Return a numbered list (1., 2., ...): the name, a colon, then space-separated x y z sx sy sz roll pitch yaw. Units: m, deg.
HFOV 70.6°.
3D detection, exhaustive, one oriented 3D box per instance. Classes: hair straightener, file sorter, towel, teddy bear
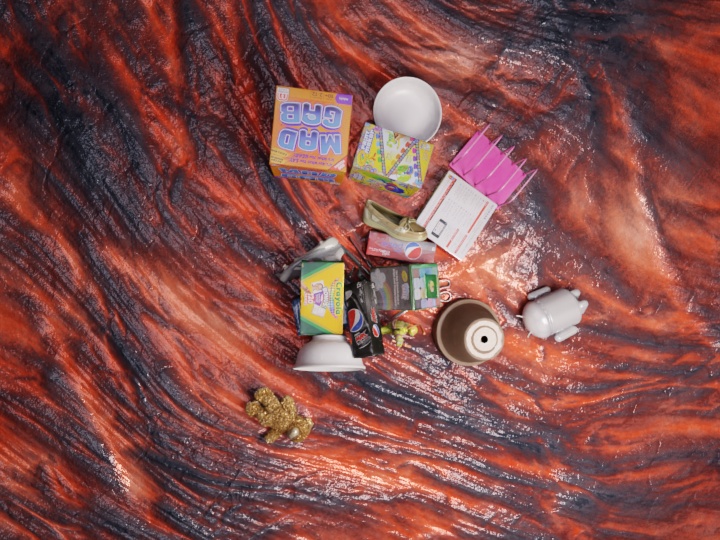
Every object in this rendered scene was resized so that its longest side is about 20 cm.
1. hair straightener: 0.000 0.000 1.482 0.077 0.041 0.201 -37 97 -4
2. file sorter: 0.386 -0.301 1.470 0.200 0.125 0.139 41 86 -4
3. towel: -0.093 0.116 1.463 0.198 0.049 0.113 -10 92 -4
4. teddy bear: -0.233 0.418 1.440 0.145 0.067 0.201 -37 93 -2

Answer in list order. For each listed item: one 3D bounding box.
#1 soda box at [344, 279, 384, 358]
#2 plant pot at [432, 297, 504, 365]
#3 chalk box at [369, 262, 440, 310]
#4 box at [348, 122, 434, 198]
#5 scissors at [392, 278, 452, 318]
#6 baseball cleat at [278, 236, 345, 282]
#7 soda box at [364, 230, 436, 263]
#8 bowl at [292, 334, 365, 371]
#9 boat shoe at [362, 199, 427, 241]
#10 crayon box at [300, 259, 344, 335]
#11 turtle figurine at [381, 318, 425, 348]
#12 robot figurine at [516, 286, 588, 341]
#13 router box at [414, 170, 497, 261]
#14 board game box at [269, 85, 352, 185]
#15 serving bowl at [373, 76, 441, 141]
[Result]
1. soda box: 0.011 0.132 1.368 0.063 0.071 0.202 -16 74 28
2. plant pot: 0.320 0.180 1.437 0.198 0.175 0.202 0 90 -5
3. chalk box: 0.139 0.044 1.395 0.123 0.199 0.126 -3 90 -45
4. box: 0.077 -0.298 1.404 0.191 0.200 0.123 17 89 -4
5. scissors: 0.181 0.081 1.508 0.198 0.014 0.074 -17 94 -4
6. baseball cleat: -0.133 -0.009 1.439 0.199 0.070 0.107 -37 84 2
7. soda box: 0.114 -0.062 1.472 0.198 0.063 0.071 11 90 -3
8. bowl: -0.086 0.228 1.401 0.199 0.201 0.091 1 75 -5
9. boat shoe: 0.098 -0.140 1.439 0.199 0.073 0.064 25 129 20
10. crayon box: -0.106 0.073 1.399 0.118 0.058 0.202 1 97 -5
11. turtle figurine: 0.091 0.169 1.425 0.160 0.200 0.065 -4 101 18
12. robot figurine: 0.561 0.126 1.490 0.198 0.113 0.170 -21 55 -5
13. router box: 0.273 -0.158 1.497 0.179 0.049 0.201 35 87 -4
14. board game box: -0.134 -0.359 1.385 0.198 0.200 0.202 5 89 -6
15. serving bowl: 0.132 -0.451 1.476 0.198 0.066 0.202 0 90 -5
